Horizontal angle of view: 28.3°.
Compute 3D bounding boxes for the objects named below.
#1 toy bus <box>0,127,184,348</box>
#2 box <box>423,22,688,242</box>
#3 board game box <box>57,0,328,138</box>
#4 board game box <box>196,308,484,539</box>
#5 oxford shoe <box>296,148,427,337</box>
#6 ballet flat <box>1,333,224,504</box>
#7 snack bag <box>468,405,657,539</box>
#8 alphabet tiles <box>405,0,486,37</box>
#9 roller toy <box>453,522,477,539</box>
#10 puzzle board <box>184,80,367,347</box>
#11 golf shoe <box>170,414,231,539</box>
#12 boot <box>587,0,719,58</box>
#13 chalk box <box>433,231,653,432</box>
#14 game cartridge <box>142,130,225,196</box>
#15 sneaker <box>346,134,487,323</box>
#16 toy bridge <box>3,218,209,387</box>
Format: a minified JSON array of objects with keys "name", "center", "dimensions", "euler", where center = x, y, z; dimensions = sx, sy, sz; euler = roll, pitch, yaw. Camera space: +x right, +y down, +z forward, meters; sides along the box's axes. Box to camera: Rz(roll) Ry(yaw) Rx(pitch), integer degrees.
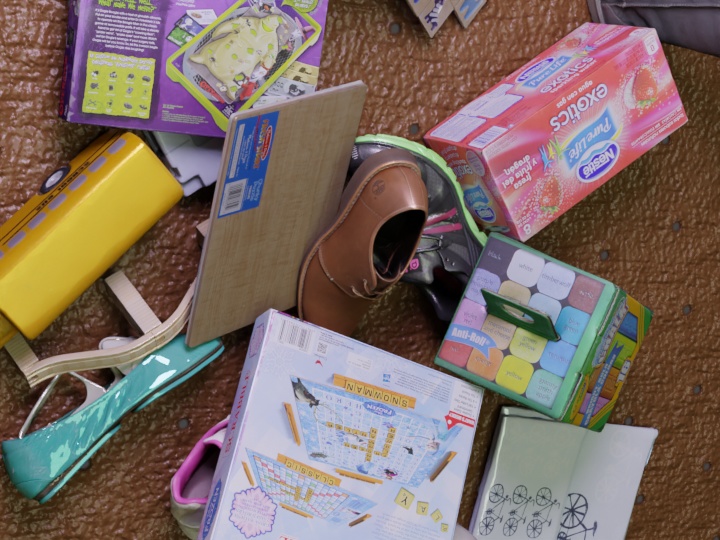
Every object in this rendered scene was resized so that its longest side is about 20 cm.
[{"name":"toy bus","center":[-0.229,-0.015,1.065],"dimensions":[0.200,0.078,0.065],"euler":[-45,118,-12]},{"name":"box","center":[0.169,-0.124,1.241],"dimensions":[0.200,0.102,0.095],"euler":[-36,117,-18]},{"name":"board game box","center":[-0.123,-0.163,1.077],"dimensions":[0.199,0.032,0.121],"euler":[3,105,-30]},{"name":"board game box","center":[-0.013,0.158,1.139],"dimensions":[0.199,0.041,0.201],"euler":[22,68,-18]},{"name":"oxford shoe","center":[0.000,0.000,1.147],"dimensions":[0.071,0.071,0.201],"euler":[0,135,-26]},{"name":"ballet flat","center":[-0.198,0.094,1.120],"dimensions":[0.200,0.067,0.071],"euler":[-40,98,-16]},{"name":"snack bag","center":[0.193,0.234,1.388],"dimensions":[0.199,0.021,0.190],"euler":[11,96,-30]},{"name":"alphabet tiles","center":[0.099,-0.294,1.171],"dimensions":[0.200,0.006,0.166],"euler":[-53,148,-7]},{"name":"roller toy","center":[0.022,0.284,1.239],"dimensions":[0.182,0.140,0.201],"euler":[35,84,-31]},{"name":"puzzle board","center":[-0.068,-0.046,1.117],"dimensions":[0.150,0.017,0.201],"euler":[-21,134,-47]},{"name":"golf shoe","center":[-0.078,0.138,1.172],"dimensions":[0.200,0.075,0.092],"euler":[-48,157,-11]},{"name":"boot","center":[0.266,-0.256,1.202],"dimensions":[0.072,0.200,0.182],"euler":[-35,116,-17]},{"name":"chalk box","center":[0.152,0.054,1.211],"dimensions":[0.125,0.124,0.200],"euler":[-66,155,1]},{"name":"game cartridge","center":[-0.129,-0.175,1.106],"dimensions":[0.133,0.040,0.201],"euler":[-32,115,-14]},{"name":"sneaker","center":[0.049,-0.035,1.202],"dimensions":[0.200,0.076,0.084],"euler":[50,49,-27]},{"name":"toy bridge","center":[-0.174,0.032,1.111],"dimensions":[0.199,0.067,0.027],"euler":[-32,152,-19]}]
